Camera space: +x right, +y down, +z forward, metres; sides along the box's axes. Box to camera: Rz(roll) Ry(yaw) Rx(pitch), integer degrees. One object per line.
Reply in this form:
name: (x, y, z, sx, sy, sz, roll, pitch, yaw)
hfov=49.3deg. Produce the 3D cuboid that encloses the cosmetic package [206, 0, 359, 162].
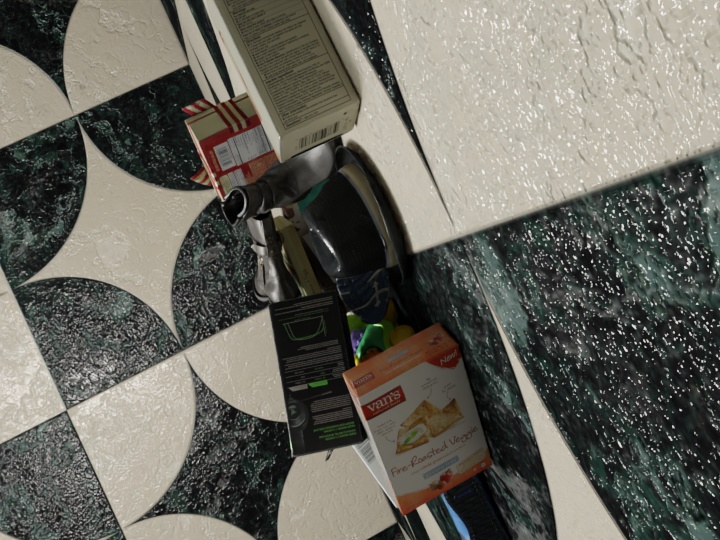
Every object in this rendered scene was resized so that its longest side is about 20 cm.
cosmetic package: (-0.089, -0.239, 0.873, 0.087, 0.102, 0.204, 119, 126, -78)

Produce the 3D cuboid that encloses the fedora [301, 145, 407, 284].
fedora: (-0.019, -0.054, 0.977, 0.203, 0.090, 0.201, 62, 170, 19)

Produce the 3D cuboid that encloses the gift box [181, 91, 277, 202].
gift box: (-0.240, -0.233, 1.501, 0.187, 0.196, 0.188, -129, 21, -60)

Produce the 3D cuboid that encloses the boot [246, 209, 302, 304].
boot: (-0.146, -0.034, 1.239, 0.200, 0.068, 0.178, 33, 142, 64)

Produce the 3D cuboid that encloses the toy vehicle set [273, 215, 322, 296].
toy vehicle set: (-0.096, 0.011, 1.307, 0.204, 0.026, 0.124, 68, 170, -14)

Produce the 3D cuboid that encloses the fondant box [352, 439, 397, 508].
fondant box: (0.063, 0.273, 1.193, 0.145, 0.058, 0.199, 51, -168, 20)

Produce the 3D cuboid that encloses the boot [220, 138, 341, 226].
boot: (-0.110, -0.123, 1.060, 0.071, 0.130, 0.200, 55, 146, 10)

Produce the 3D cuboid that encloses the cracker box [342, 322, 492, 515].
cracker box: (0.073, 0.181, 0.943, 0.058, 0.132, 0.203, 49, 162, 58)

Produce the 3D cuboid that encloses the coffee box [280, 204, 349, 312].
coffee box: (-0.061, -0.036, 1.323, 0.202, 0.078, 0.114, 60, 169, 29)

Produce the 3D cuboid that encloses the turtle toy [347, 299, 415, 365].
turtle toy: (0.028, 0.127, 1.169, 0.200, 0.099, 0.148, 52, 164, 56)

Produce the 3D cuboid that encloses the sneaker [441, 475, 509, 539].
sneaker: (0.168, 0.360, 1.121, 0.078, 0.065, 0.204, -82, -31, -85)

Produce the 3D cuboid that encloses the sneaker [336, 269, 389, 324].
sneaker: (0.000, 0.000, 1.138, 0.086, 0.076, 0.203, 60, -174, -53)

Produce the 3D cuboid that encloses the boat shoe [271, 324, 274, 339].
boat shoe: (-0.080, 0.097, 1.228, 0.199, 0.074, 0.076, 34, 118, 56)

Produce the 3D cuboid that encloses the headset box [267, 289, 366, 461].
headset box: (-0.050, 0.144, 1.031, 0.174, 0.090, 0.205, 72, -173, -81)

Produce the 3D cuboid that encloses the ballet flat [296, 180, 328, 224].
ballet flat: (-0.076, -0.160, 1.180, 0.064, 0.074, 0.204, -69, -32, -58)
